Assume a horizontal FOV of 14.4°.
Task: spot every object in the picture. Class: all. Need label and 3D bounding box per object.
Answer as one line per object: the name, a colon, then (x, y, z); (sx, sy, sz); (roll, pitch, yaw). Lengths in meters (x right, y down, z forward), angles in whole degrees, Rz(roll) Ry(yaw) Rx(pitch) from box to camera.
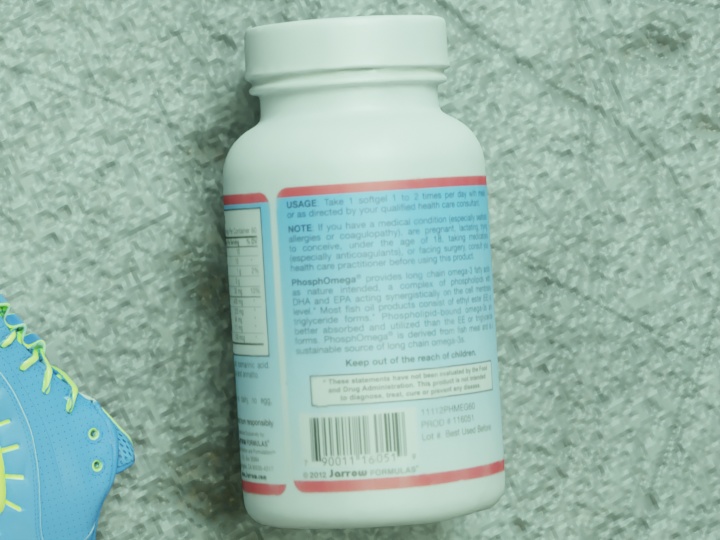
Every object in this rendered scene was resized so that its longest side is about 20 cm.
pill bottle: (0.000, 0.000, 1.154); (0.108, 0.109, 0.201); (-4, 91, -14)
sneaker: (-0.149, 0.045, 1.143); (0.105, 0.076, 0.201); (-8, 100, -26)
